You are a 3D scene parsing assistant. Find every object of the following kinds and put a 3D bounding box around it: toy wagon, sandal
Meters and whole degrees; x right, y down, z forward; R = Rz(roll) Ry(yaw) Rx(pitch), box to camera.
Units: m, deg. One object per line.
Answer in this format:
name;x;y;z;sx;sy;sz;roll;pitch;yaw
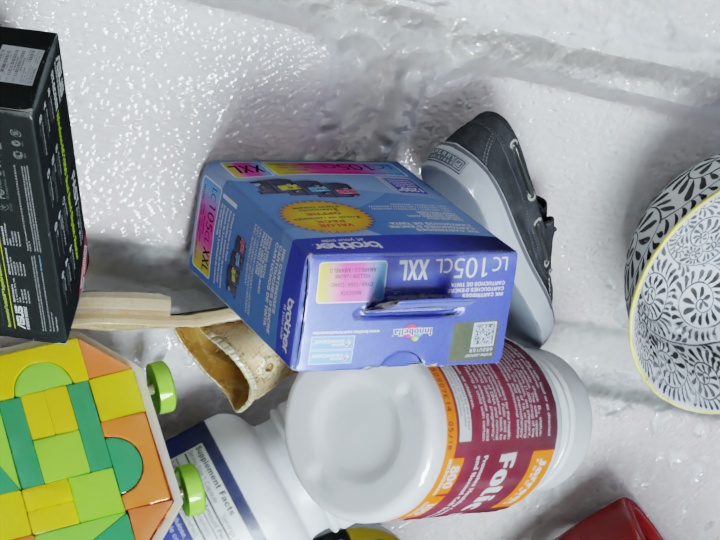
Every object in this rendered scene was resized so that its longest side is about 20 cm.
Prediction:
toy wagon;-0.172;0.138;1.416;0.155;0.200;0.040;-13;161;-16
sandal;-0.085;0.052;1.445;0.211;0.078;0.070;3;85;-28

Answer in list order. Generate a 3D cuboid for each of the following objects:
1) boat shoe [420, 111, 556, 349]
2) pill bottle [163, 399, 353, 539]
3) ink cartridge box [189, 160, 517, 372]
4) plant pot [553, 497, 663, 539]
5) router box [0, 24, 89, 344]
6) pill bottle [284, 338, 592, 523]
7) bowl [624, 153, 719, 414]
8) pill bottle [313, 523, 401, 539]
boat shoe;0.094;-0.027;1.503;0.066;0.070;0.200;-49;139;-18
pill bottle;-0.098;0.162;1.507;0.200;0.120;0.120;-28;131;-6
ink cartridge box;0.000;0.000;1.378;0.136;0.200;0.076;-2;113;-25
plant pot;0.166;0.288;1.680;0.182;0.201;0.200;-30;131;7
router box;-0.231;-0.049;1.257;0.150;0.062;0.200;7;142;5
pill bottle;0.054;0.096;1.465;0.200;0.114;0.114;2;125;-54
bowl;0.249;-0.012;1.564;0.201;0.094;0.201;-12;128;-16
pill bottle;-0.002;0.239;1.555;0.114;0.200;0.114;-13;128;-17
